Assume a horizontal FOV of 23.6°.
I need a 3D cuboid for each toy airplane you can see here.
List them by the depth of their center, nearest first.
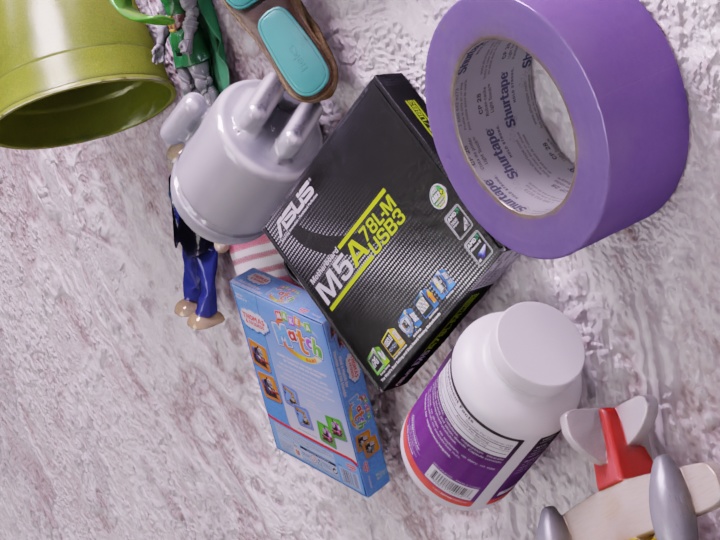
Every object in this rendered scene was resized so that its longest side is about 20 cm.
[{"bbox_3d":[0.201,0.198,1.325,0.199,0.140,0.202,33,136,43],"label":"toy airplane"}]

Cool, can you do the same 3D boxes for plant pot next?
[{"bbox_3d":[-0.310,-0.251,1.787,0.200,0.198,0.195,-30,73,58],"label":"plant pot"}]

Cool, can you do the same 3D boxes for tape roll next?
[{"bbox_3d":[0.141,-0.116,1.269,0.199,0.084,0.202,34,135,42],"label":"tape roll"}]

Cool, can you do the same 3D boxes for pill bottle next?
[{"bbox_3d":[0.112,0.110,1.431,0.113,0.112,0.201,55,146,18],"label":"pill bottle"}]

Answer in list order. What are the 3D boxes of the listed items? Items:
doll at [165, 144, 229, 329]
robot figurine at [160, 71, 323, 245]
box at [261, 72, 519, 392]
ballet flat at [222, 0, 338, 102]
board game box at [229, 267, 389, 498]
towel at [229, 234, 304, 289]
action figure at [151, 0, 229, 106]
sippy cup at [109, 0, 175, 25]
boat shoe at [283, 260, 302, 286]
[{"bbox_3d":[-0.174,-0.042,1.827,0.136,0.048,0.202,35,133,56],"label":"doll"},{"bbox_3d":[-0.108,-0.099,1.617,0.169,0.113,0.200,38,138,-5],"label":"robot figurine"},{"bbox_3d":[0.025,-0.031,1.482,0.194,0.047,0.200,53,127,17],"label":"box"},{"bbox_3d":[-0.078,-0.238,1.540,0.201,0.067,0.072,57,-170,3],"label":"ballet flat"},{"bbox_3d":[-0.050,0.108,1.683,0.151,0.036,0.202,22,135,47],"label":"board game box"},{"bbox_3d":[-0.069,0.037,1.744,0.146,0.030,0.202,-11,98,58],"label":"towel"},{"bbox_3d":[-0.170,-0.223,1.704,0.118,0.054,0.202,0,107,57],"label":"action figure"},{"bbox_3d":[-0.175,-0.325,1.581,0.129,0.139,0.179,16,133,38],"label":"sippy cup"},{"bbox_3d":[0.000,0.000,1.579,0.199,0.062,0.076,13,119,51],"label":"boat shoe"}]
